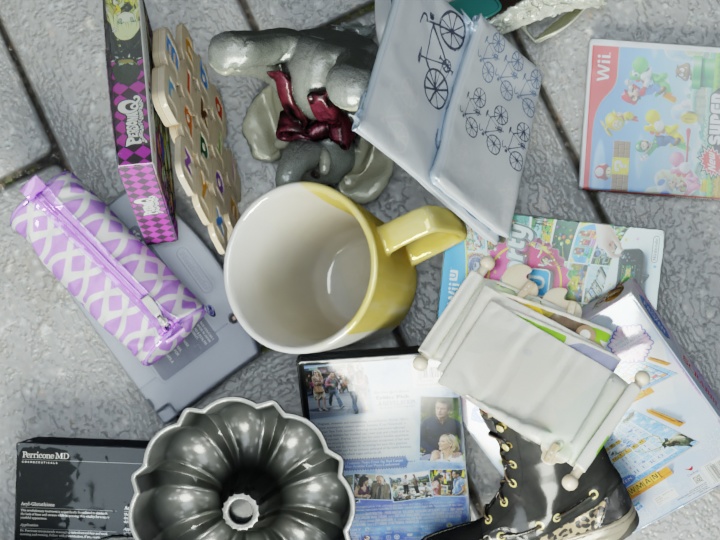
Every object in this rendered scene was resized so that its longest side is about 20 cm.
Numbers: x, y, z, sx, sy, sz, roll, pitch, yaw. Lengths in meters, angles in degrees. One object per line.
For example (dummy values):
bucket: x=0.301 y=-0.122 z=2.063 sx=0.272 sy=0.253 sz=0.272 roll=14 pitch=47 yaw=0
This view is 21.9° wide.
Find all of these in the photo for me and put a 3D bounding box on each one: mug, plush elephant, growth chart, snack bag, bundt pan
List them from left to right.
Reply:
bundt pan: x=-0.099 y=0.206 z=1.633 sx=0.201 sy=0.076 sz=0.203 roll=0 pitch=93 yaw=7
plush elephant: x=-0.043 y=-0.139 z=1.700 sx=0.164 sy=0.200 sz=0.155 roll=16 pitch=111 yaw=17
mug: x=-0.006 y=0.007 z=1.666 sx=0.186 sy=0.153 sz=0.150 roll=10 pitch=89 yaw=26
snack bag: x=0.082 y=-0.151 z=1.634 sx=0.200 sy=0.021 sz=0.189 roll=37 pitch=56 yaw=-34
growth chart: x=0.147 y=0.079 z=1.589 sx=0.200 sy=0.018 sz=0.145 roll=35 pitch=71 yaw=25

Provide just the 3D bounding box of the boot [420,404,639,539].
boot: x=0.133 y=0.184 z=1.634 sx=0.199 sy=0.073 sz=0.151 roll=-13 pitch=110 yaw=11

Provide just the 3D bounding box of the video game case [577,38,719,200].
video game case: x=0.308 y=-0.139 z=1.739 sx=0.199 sy=0.017 sz=0.144 roll=4 pitch=88 yaw=4

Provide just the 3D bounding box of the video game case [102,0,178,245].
video game case: x=-0.196 y=-0.140 z=1.658 sx=0.036 sy=0.200 sz=0.182 roll=-6 pitch=71 yaw=-1

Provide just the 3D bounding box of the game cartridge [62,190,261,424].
game cartridge: x=-0.189 y=0.026 z=1.751 sx=0.133 sy=0.041 sz=0.200 roll=-36 pitch=86 yaw=4

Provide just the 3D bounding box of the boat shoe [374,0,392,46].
boat shoe: x=0.049 y=-0.289 z=1.710 sx=0.068 sy=0.072 sz=0.201 roll=-10 pitch=63 yaw=19

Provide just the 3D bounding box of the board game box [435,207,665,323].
board game box: x=0.173 y=0.025 z=1.706 sx=0.199 sy=0.064 sz=0.148 roll=6 pitch=92 yaw=8

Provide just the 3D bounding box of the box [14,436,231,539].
box: x=-0.215 y=0.228 z=1.720 sx=0.199 sy=0.079 sz=0.142 roll=2 pitch=92 yaw=4

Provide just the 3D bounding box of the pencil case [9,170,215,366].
pencil case: x=-0.231 y=-0.001 z=1.696 sx=0.200 sy=0.085 sz=0.084 roll=44 pitch=91 yaw=5

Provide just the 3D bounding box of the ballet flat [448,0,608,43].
ballet flat: x=0.142 y=-0.234 z=1.733 sx=0.199 sy=0.072 sz=0.072 roll=-23 pitch=86 yaw=4

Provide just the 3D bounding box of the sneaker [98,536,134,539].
sneaker: x=-0.270 y=0.289 z=1.641 sx=0.199 sy=0.088 sz=0.076 roll=-14 pitch=88 yaw=3

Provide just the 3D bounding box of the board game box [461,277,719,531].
board game box: x=0.215 y=0.139 z=1.664 sx=0.200 sy=0.041 sz=0.200 roll=-32 pitch=103 yaw=19

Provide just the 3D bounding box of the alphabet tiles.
alphabet tiles: x=-0.146 y=-0.119 z=1.669 sx=0.015 sy=0.200 sz=0.196 roll=-14 pitch=48 yaw=11

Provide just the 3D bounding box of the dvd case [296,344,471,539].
dvd case: x=0.023 y=0.161 z=1.669 sx=0.142 sy=0.018 sz=0.201 roll=-4 pitch=115 yaw=5
